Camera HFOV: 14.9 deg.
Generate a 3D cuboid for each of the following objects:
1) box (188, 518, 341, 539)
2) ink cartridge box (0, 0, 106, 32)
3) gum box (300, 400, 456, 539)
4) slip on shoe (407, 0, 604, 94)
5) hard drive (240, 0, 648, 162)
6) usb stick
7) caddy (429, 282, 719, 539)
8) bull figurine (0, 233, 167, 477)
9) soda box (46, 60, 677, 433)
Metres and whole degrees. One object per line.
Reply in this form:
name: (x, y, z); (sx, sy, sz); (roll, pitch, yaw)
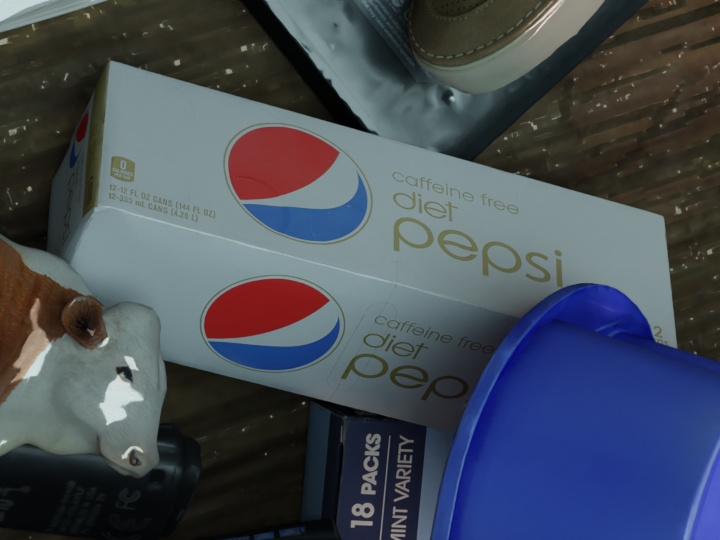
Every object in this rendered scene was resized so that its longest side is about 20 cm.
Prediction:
box: (-0.097, 0.127, 0.827); (0.199, 0.158, 0.050); (-7, 98, -3)
ink cartridge box: (-0.146, -0.164, 0.808); (0.084, 0.146, 0.201); (-21, 101, -13)
gum box: (0.075, 0.136, 0.963); (0.199, 0.045, 0.170); (3, 95, -19)
slip on shoe: (0.071, -0.147, 0.858); (0.061, 0.076, 0.200); (25, 114, -39)
hard drive: (0.049, -0.140, 0.933); (0.200, 0.033, 0.140); (-42, 106, -9)
usb stick: (-0.151, 0.057, 0.881); (0.199, 0.056, 0.033); (9, 50, -18)
caddy: (0.070, 0.106, 0.825); (0.141, 0.105, 0.201); (13, 88, -58)
bull figurine: (-0.154, 0.013, 0.819); (0.200, 0.065, 0.121); (41, 83, -7)
soda box: (0.000, 0.000, 0.897); (0.199, 0.068, 0.064); (14, 135, -15)
